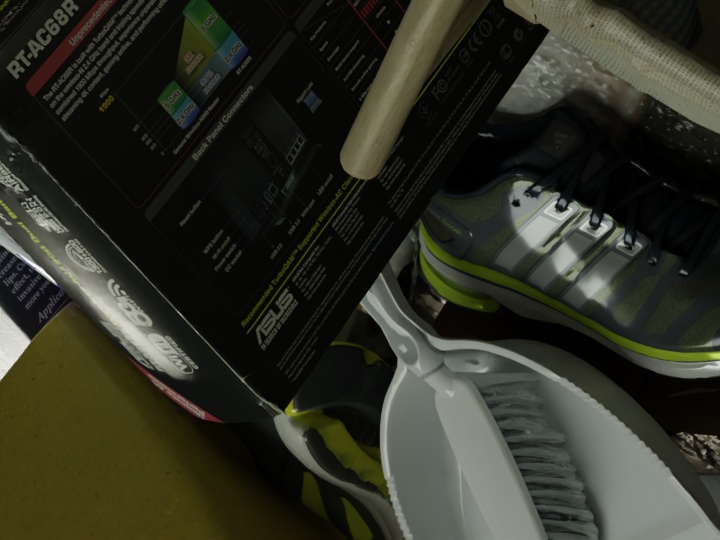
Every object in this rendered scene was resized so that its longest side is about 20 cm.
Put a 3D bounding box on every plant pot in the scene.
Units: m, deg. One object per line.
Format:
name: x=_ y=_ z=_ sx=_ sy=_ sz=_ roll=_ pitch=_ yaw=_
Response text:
plant pot: x=-0.093 y=0.173 z=0.866 sx=0.200 sy=0.196 sz=0.194 roll=34 pitch=173 yaw=47

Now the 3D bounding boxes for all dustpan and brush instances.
dustpan and brush: x=0.043 y=0.053 z=0.733 sx=0.139 sy=0.057 sz=0.201 roll=-35 pitch=78 yaw=42

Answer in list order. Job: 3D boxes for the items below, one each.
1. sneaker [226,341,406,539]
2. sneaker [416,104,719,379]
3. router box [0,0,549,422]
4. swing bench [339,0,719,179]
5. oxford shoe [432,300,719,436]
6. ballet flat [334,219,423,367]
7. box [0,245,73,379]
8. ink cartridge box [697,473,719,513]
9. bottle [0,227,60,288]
sneaker: x=0.002 y=0.089 z=0.879 sx=0.084 sy=0.075 sz=0.200 roll=15 pitch=152 yaw=41
sneaker: x=0.094 y=-0.017 z=0.711 sx=0.199 sy=0.074 sz=0.081 roll=11 pitch=141 yaw=37
router box: x=-0.038 y=-0.072 z=0.624 sx=0.062 sy=0.200 sz=0.150 roll=-3 pitch=134 yaw=51
swing bench: x=0.125 y=-0.073 z=0.527 sx=0.199 sy=0.130 sz=0.200 roll=33 pitch=148 yaw=6
oxford shoe: x=0.114 y=0.053 z=0.786 sx=0.199 sy=0.085 sz=0.073 roll=11 pitch=143 yaw=37
ballet flat: x=0.000 y=0.000 z=0.845 sx=0.072 sy=0.072 sz=0.201 roll=29 pitch=152 yaw=12
box: x=-0.194 y=-0.014 z=1.005 sx=0.148 sy=0.107 sz=0.200 roll=4 pitch=139 yaw=47
ink cartridge box: x=0.153 y=0.142 z=0.830 sx=0.199 sy=0.057 sz=0.163 roll=-2 pitch=149 yaw=-2
bottle: x=-0.125 y=-0.021 z=0.877 sx=0.200 sy=0.065 sz=0.084 roll=38 pitch=-171 yaw=-16
